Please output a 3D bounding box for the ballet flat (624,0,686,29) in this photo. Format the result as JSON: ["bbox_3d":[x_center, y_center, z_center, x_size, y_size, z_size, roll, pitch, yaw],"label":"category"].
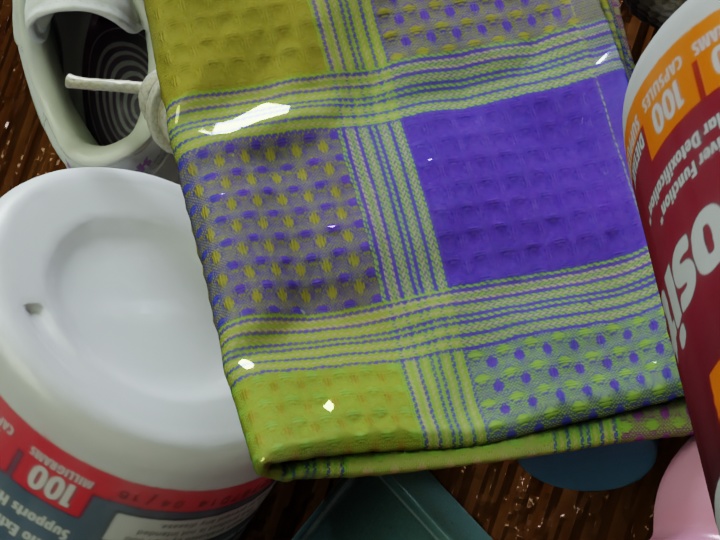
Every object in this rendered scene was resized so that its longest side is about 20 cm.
[{"bbox_3d":[0.171,-0.107,0.904,0.199,0.046,0.068,-14,44,26],"label":"ballet flat"}]

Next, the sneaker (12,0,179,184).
[{"bbox_3d":[-0.085,-0.120,1.036,0.074,0.100,0.202,-9,84,10],"label":"sneaker"}]

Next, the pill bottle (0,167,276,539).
[{"bbox_3d":[-0.102,0.075,0.955,0.200,0.119,0.120,-58,45,39],"label":"pill bottle"}]

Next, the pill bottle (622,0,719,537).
[{"bbox_3d":[0.137,0.022,0.755,0.113,0.113,0.201,-31,45,24],"label":"pill bottle"}]

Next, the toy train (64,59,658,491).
[{"bbox_3d":[0.000,0.000,0.890,0.198,0.085,0.116,8,49,1],"label":"toy train"}]

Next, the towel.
[{"bbox_3d":[0.017,-0.036,0.857,0.143,0.023,0.201,-7,60,-9],"label":"towel"}]

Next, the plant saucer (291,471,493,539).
[{"bbox_3d":[-0.035,0.148,0.975,0.200,0.019,0.070,-51,52,9],"label":"plant saucer"}]

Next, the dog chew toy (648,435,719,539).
[{"bbox_3d":[0.101,0.130,0.820,0.124,0.124,0.201,7,69,38],"label":"dog chew toy"}]
